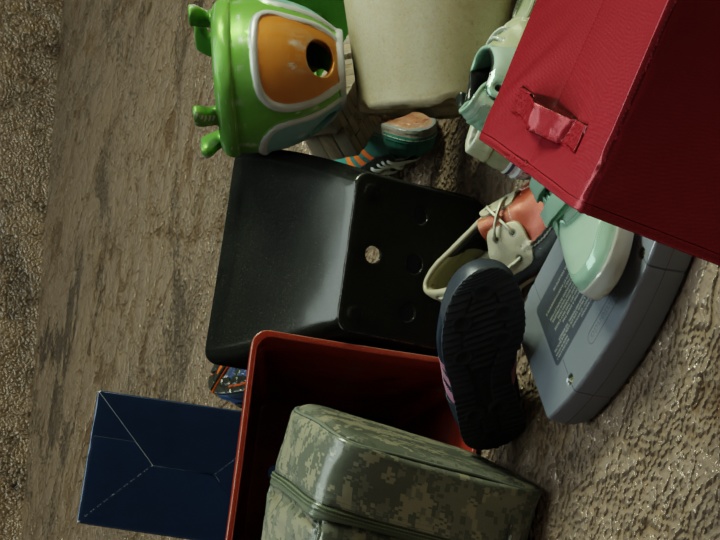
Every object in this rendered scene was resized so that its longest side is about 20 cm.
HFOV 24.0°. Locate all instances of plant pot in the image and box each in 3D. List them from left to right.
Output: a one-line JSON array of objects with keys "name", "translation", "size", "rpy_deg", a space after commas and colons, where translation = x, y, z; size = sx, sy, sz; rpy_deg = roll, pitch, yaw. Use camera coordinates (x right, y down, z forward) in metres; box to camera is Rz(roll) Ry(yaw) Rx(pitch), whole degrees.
[{"name": "plant pot", "translation": [-0.021, 0.176, 1.466], "size": [0.176, 0.199, 0.201], "rpy_deg": [140, 138, -74]}, {"name": "plant pot", "translation": [0.000, 0.000, 1.504], "size": [0.177, 0.199, 0.201], "rpy_deg": [-4, 76, 59]}, {"name": "plant pot", "translation": [0.064, -0.228, 1.471], "size": [0.200, 0.199, 0.185], "rpy_deg": [179, 89, -70]}]

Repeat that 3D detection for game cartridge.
[{"name": "game cartridge", "translation": [0.177, 0.007, 1.221], "size": [0.133, 0.041, 0.201], "rpy_deg": [-109, 35, -48]}]

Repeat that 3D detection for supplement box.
[{"name": "supplement box", "translation": [-0.176, 0.211, 1.769], "size": [0.200, 0.199, 0.135], "rpy_deg": [94, -175, -81]}]

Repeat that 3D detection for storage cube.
[{"name": "storage cube", "translation": [0.203, -0.110, 0.986], "size": [0.181, 0.199, 0.171], "rpy_deg": [-68, 21, 11]}]

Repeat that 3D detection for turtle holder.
[{"name": "turtle holder", "translation": [-0.078, -0.160, 1.481], "size": [0.186, 0.131, 0.142], "rpy_deg": [88, 177, -58]}]

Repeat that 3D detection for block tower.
[{"name": "block tower", "translation": [0.002, -0.183, 1.630], "size": [0.054, 0.058, 0.200], "rpy_deg": [-7, 37, 36]}]

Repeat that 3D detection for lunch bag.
[{"name": "lunch bag", "translation": [0.023, 0.213, 1.299], "size": [0.139, 0.199, 0.169], "rpy_deg": [23, 94, 67]}]

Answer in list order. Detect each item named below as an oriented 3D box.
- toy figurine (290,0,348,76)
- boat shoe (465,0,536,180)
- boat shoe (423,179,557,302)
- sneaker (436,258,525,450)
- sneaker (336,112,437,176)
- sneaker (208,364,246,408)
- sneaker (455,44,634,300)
[{"name": "toy figurine", "translation": [-0.026, -0.276, 1.855], "size": [0.184, 0.149, 0.201], "rpy_deg": [-133, 31, -82]}, {"name": "boat shoe", "translation": [0.130, -0.168, 1.373], "size": [0.072, 0.062, 0.201], "rpy_deg": [132, 154, -55]}, {"name": "boat shoe", "translation": [0.118, -0.026, 1.361], "size": [0.200, 0.062, 0.072], "rpy_deg": [130, 147, -52]}, {"name": "sneaker", "translation": [0.086, 0.050, 1.301], "size": [0.201, 0.070, 0.082], "rpy_deg": [86, 171, -46]}, {"name": "sneaker", "translation": [0.022, -0.120, 1.685], "size": [0.200, 0.071, 0.080], "rpy_deg": [-161, 63, -64]}, {"name": "sneaker", "translation": [-0.053, 0.107, 1.682], "size": [0.199, 0.078, 0.076], "rpy_deg": [-2, 59, 35]}, {"name": "sneaker", "translation": [0.122, -0.072, 1.190], "size": [0.074, 0.118, 0.201], "rpy_deg": [127, 147, -47]}]
